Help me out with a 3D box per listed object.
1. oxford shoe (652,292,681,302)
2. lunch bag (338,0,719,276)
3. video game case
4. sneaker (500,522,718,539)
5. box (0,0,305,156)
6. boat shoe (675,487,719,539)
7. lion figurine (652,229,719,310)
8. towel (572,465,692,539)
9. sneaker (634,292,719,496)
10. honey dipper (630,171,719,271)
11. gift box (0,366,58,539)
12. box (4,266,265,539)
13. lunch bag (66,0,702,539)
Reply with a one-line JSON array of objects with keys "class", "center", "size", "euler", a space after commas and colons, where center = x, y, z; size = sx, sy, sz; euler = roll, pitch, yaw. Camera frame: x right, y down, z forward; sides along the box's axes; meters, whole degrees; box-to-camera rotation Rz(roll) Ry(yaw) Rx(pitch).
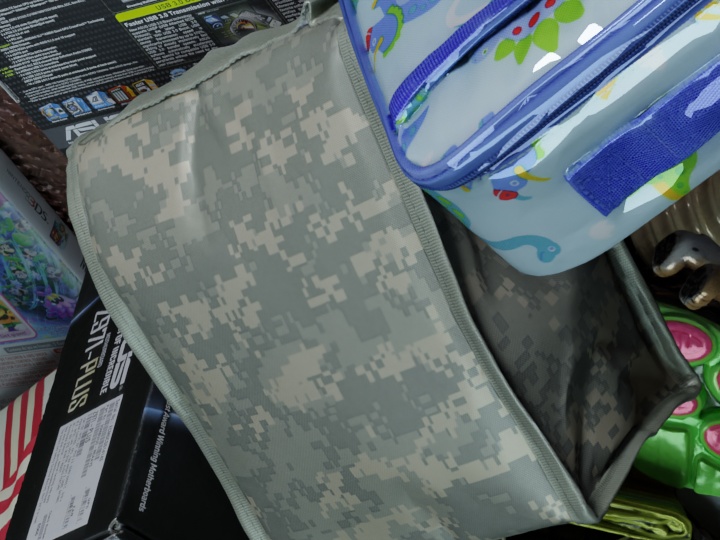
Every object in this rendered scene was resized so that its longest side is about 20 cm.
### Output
[{"class": "oxford shoe", "center": [0.096, 0.028, 0.945], "size": [0.199, 0.072, 0.071], "euler": [14, 141, -21]}, {"class": "lunch bag", "center": [0.089, -0.103, 0.651], "size": [0.200, 0.161, 0.082], "euler": [-38, 127, 22]}, {"class": "video game case", "center": [-0.208, 0.016, 1.051], "size": [0.199, 0.024, 0.182], "euler": [-8, 139, 27]}, {"class": "sneaker", "center": [0.131, 0.142, 0.988], "size": [0.199, 0.071, 0.076], "euler": [14, 140, -12]}, {"class": "box", "center": [-0.068, -0.124, 0.801], "size": [0.199, 0.044, 0.160], "euler": [-11, 138, 29]}, {"class": "boat shoe", "center": [0.246, 0.111, 1.006], "size": [0.199, 0.064, 0.071], "euler": [16, 142, 16]}, {"class": "lion figurine", "center": [0.182, -0.009, 0.785], "size": [0.122, 0.072, 0.200], "euler": [32, 95, -18]}, {"class": "towel", "center": [0.090, 0.085, 0.955], "size": [0.086, 0.018, 0.200], "euler": [14, -174, 0]}, {"class": "sneaker", "center": [0.168, 0.049, 0.906], "size": [0.199, 0.084, 0.077], "euler": [17, 114, -12]}, {"class": "honey dipper", "center": [0.196, -0.045, 0.844], "size": [0.199, 0.038, 0.038], "euler": [-20, 134, 31]}, {"class": "gift box", "center": [-0.095, 0.151, 1.023], "size": [0.186, 0.201, 0.184], "euler": [16, 145, -28]}, {"class": "box", "center": [-0.044, 0.072, 0.925], "size": [0.164, 0.201, 0.086], "euler": [35, 139, -28]}, {"class": "lunch bag", "center": [0.000, 0.000, 0.811], "size": [0.164, 0.118, 0.200], "euler": [-20, 106, 41]}]
